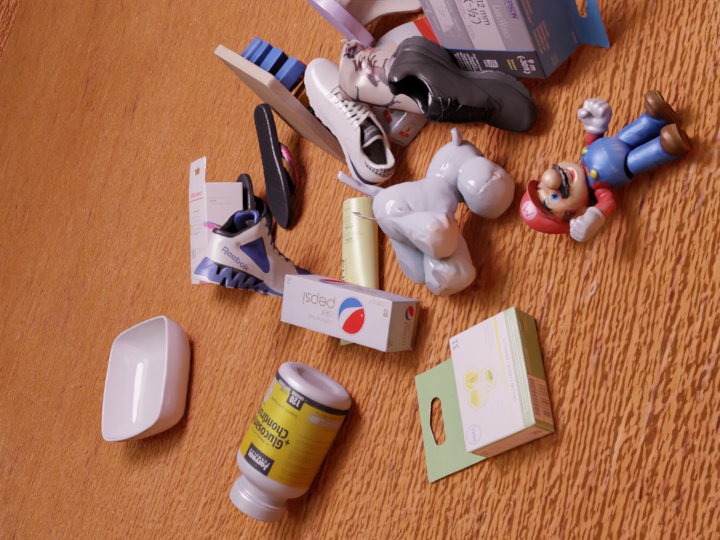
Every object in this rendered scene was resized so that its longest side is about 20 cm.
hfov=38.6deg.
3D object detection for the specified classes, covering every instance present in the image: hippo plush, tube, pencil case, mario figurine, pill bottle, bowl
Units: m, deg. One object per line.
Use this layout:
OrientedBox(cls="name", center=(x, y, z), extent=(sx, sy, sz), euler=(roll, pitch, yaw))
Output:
OrientedBox(cls="hippo plush", center=(0.108, -0.077, 1.300), extent=(0.161, 0.160, 0.199), euler=(-43, 52, -15))
OrientedBox(cls="tube", center=(0.000, 0.000, 1.441), extent=(0.058, 0.051, 0.204), euler=(111, 160, -76))
OrientedBox(cls="pencil case", center=(0.061, -0.258, 1.380), extent=(0.197, 0.078, 0.091), euler=(12, 93, 14))
OrientedBox(cls="mario figurine", center=(0.255, -0.113, 1.128), extent=(0.199, 0.106, 0.124), euler=(-36, 14, 25))
OrientedBox(cls="pill bottle", center=(-0.101, 0.236, 1.404), extent=(0.112, 0.111, 0.202), euler=(36, 102, 51))
OrientedBox(cls="bowl", center=(-0.361, 0.195, 1.768), extent=(0.198, 0.074, 0.203), euler=(-22, 57, 44))

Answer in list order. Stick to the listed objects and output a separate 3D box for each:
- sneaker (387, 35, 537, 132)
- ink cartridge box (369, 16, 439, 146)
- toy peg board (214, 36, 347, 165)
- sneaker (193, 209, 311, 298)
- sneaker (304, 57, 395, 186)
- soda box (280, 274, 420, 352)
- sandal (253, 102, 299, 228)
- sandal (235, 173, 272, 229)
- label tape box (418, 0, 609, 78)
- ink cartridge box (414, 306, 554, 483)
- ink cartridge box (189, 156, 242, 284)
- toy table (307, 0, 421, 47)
OrientedBox(cls="sneaker", center=(0.122, -0.211, 1.274), extent=(0.076, 0.197, 0.091), euler=(104, -168, -51))
OrientedBox(cls="ink cartridge box", center=(0.084, -0.303, 1.472), extent=(0.201, 0.050, 0.163), euler=(-52, 42, 26))
OrientedBox(cls="toy peg board", center=(-0.094, -0.285, 1.575), extent=(0.098, 0.199, 0.200), euler=(-50, 39, -2))
OrientedBox(cls="sneaker", center=(-0.145, -0.027, 1.503), extent=(0.080, 0.198, 0.117), euler=(17, 94, 47))
OrientedBox(cls="sneaker", center=(-0.009, -0.218, 1.453), extent=(0.076, 0.202, 0.080), euler=(-32, -1, -14))
OrientedBox(cls="soda box", center=(-0.016, 0.055, 1.383), extent=(0.198, 0.063, 0.069), euler=(13, 98, 41))
OrientedBox(cls="sandal", center=(-0.127, -0.169, 1.641), extent=(0.075, 0.044, 0.204), euler=(-18, 82, 61))
OrientedBox(cls="sandal", center=(-0.168, -0.061, 1.673), extent=(0.075, 0.047, 0.203), euler=(-38, 60, 52))
OrientedBox(cls="label tape box", center=(0.182, -0.301, 1.228), extent=(0.198, 0.144, 0.067), euler=(13, 64, 35))
OrientedBox(cls="ink cartridge box", center=(0.130, 0.150, 1.216), extent=(0.199, 0.048, 0.148), euler=(-31, 53, 36))
OrientedBox(cls="ink cartridge box", center=(-0.235, -0.079, 1.678), extent=(0.116, 0.066, 0.204), euler=(180, 88, -67))
OrientedBox(cls="toy table", center=(-0.004, -0.417, 1.541), extent=(0.118, 0.183, 0.200), euler=(-51, 7, 7))
